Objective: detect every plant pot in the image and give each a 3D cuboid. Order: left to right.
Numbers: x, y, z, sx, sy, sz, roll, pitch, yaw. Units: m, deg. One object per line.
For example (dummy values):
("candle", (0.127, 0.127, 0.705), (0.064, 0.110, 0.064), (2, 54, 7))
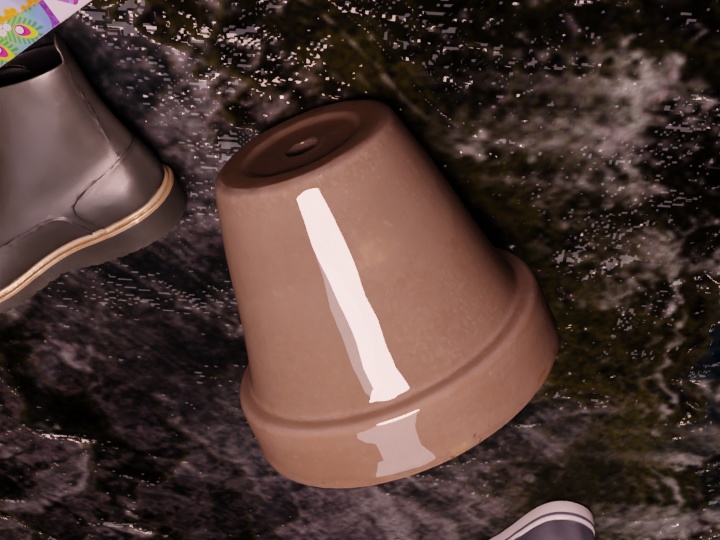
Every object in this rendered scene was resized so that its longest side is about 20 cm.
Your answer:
("plant pot", (0.000, 0.000, 0.812), (0.199, 0.201, 0.176), (-15, 116, 18))

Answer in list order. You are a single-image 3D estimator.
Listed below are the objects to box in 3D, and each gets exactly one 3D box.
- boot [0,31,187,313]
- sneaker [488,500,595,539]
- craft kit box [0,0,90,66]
("boot", (-0.226, -0.056, 0.839), (0.199, 0.078, 0.139), (-25, 126, 9))
("sneaker", (0.123, 0.273, 1.147), (0.078, 0.080, 0.200), (21, 135, -19))
("craft kit box", (-0.237, -0.194, 0.710), (0.197, 0.049, 0.200), (-30, 127, 26))
